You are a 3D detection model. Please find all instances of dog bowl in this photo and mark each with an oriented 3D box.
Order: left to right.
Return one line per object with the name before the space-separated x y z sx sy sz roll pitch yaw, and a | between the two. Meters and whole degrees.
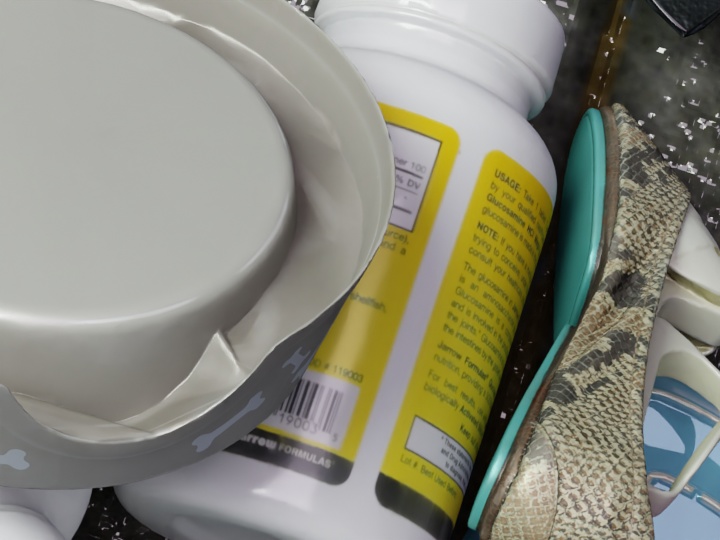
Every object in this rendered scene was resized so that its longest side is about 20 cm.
dog bowl | -0.092 -0.020 0.756 0.199 0.059 0.201 7 43 -7

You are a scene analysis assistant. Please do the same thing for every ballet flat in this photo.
ballet flat | 0.089 0.026 0.854 0.075 0.068 0.201 18 44 1

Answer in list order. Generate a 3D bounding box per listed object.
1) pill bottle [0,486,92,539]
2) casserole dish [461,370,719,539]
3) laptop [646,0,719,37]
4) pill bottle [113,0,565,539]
pill bottle | -0.151 0.037 0.806 0.110 0.111 0.200 -23 52 -10
casserole dish | 0.088 0.119 0.876 0.121 0.039 0.201 30 76 5
laptop | 0.138 -0.217 0.888 0.200 0.103 0.178 -36 80 -15
pill bottle | 0.000 0.000 0.862 0.112 0.112 0.201 19 74 1
